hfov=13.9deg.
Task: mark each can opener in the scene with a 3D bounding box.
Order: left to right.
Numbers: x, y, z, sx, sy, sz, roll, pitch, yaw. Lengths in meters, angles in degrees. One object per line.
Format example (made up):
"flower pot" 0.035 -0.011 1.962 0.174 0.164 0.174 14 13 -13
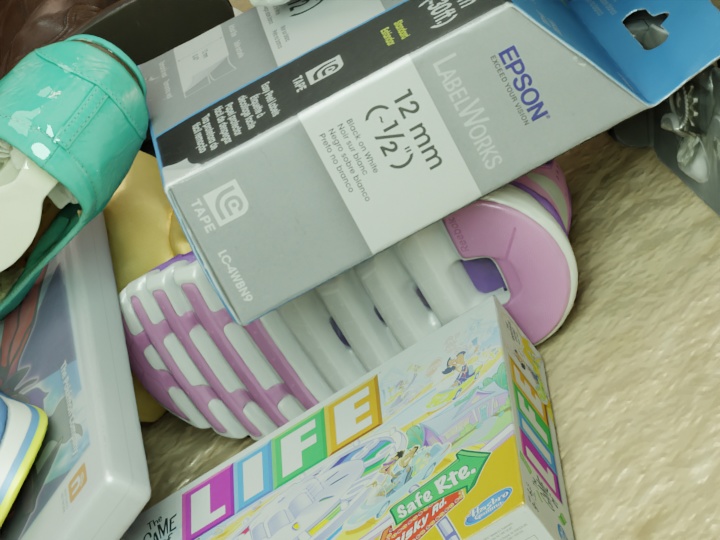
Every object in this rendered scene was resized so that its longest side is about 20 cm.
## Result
"can opener" 0.121 -0.075 1.109 0.066 0.054 0.200 -8 22 -10

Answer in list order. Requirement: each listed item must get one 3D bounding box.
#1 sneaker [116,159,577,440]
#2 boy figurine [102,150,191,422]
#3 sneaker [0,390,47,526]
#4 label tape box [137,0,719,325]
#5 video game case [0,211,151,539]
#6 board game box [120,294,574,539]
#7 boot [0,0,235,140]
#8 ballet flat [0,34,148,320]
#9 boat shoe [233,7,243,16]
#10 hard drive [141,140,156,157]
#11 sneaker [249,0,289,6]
"sneaker" 0.000 0.000 1.106 0.199 0.081 0.089 -17 27 29
"boy figurine" -0.096 0.000 1.202 0.199 0.125 0.064 -28 -18 26
"sneaker" -0.184 0.052 1.103 0.200 0.082 0.074 4 71 64
"label tape box" 0.023 -0.074 1.049 0.199 0.066 0.143 -30 21 3
"video game case" -0.145 0.087 1.116 0.183 0.023 0.200 -53 27 21
"board game box" -0.023 0.103 1.004 0.199 0.034 0.135 -33 25 14
"boot" -0.117 -0.131 1.352 0.186 0.064 0.201 -35 31 32
"ballet flat" -0.144 -0.015 1.078 0.200 0.067 0.071 -43 10 50
"boat shoe" -0.117 -0.090 1.428 0.199 0.072 0.069 0 63 47
"hard drive" -0.061 -0.042 1.292 0.199 0.042 0.135 -29 26 22
"sneaker" -0.009 -0.130 1.041 0.081 0.077 0.200 -40 17 -16
